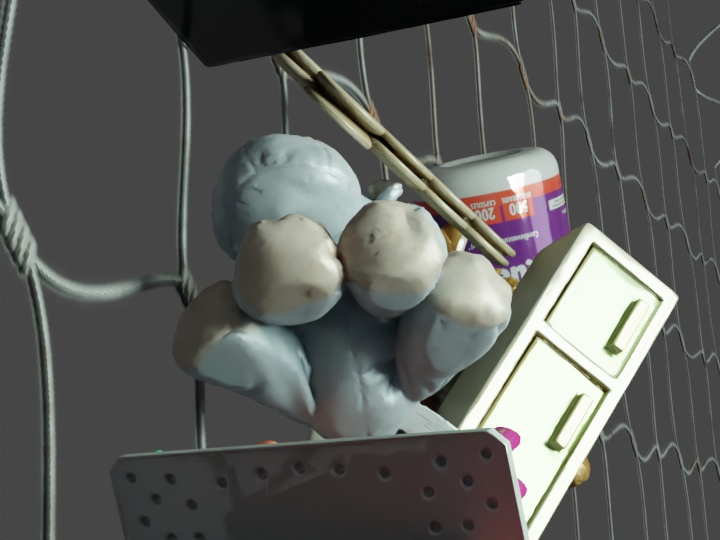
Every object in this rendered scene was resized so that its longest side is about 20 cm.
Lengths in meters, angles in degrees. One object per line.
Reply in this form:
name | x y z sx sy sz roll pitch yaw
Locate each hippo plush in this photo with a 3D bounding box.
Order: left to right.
hippo plush | 0.000 0.000 0.996 0.200 0.159 0.161 43 27 -36

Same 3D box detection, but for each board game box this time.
board game box | -0.003 0.168 0.828 0.026 0.200 0.200 -27 107 -59

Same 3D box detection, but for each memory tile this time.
memory tile | 0.009 -0.080 1.118 0.200 0.017 0.153 40 5 -45

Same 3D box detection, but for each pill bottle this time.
pill bottle | 0.110 0.013 1.415 0.112 0.112 0.200 -34 113 -71

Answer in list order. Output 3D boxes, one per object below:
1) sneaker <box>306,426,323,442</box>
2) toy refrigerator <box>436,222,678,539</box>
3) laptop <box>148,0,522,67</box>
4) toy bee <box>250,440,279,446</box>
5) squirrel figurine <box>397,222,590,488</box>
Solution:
sneaker | 0.026 0.166 1.119 0.075 0.084 0.200 -64 141 -61
toy refrigerator | 0.103 0.074 1.099 0.076 0.070 0.200 39 63 -8
laptop | -0.034 -0.211 0.951 0.116 0.187 0.200 -40 119 -71
toy bee | -0.029 0.192 0.935 0.200 0.109 0.131 57 14 16
squirrel figurine | 0.054 0.057 1.228 0.200 0.141 0.187 -53 121 -76
